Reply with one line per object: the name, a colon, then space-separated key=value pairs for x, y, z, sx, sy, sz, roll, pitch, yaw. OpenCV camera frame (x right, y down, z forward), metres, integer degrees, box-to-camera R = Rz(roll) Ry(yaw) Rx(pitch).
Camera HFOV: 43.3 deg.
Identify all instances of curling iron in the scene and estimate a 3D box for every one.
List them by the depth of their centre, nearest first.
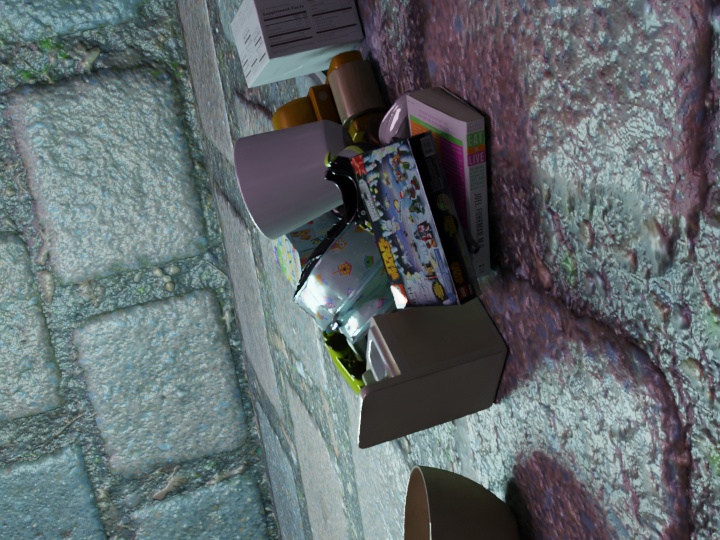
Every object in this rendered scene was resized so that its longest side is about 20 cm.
curling iron: x=0.081 y=-0.091 z=1.105 sx=0.201 sy=0.025 sz=0.050 roll=56 pitch=169 yaw=29

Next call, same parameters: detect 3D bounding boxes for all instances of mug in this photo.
mug: x=-0.079 y=-0.148 z=1.291 sx=0.188 sy=0.151 sz=0.151 roll=-86 pitch=-26 yaw=-58

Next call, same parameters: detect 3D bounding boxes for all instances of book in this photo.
book: x=0.112 y=-0.107 z=1.110 sx=0.134 sy=0.047 sz=0.203 roll=-132 pitch=30 yaw=-55

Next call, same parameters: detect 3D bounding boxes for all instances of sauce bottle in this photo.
sauce bottle: x=0.026 y=-0.143 z=1.335 sx=0.201 sy=0.065 sz=0.067 roll=100 pitch=151 yaw=-54

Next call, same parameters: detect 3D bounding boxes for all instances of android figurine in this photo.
android figurine: x=-0.002 y=0.173 z=1.500 sx=0.182 sy=0.041 sz=0.201 roll=49 pitch=172 yaw=27

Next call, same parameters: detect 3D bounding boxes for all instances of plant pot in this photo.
plant pot: x=0.139 y=0.368 z=1.222 sx=0.200 sy=0.132 sz=0.204 roll=-177 pitch=90 yaw=-83

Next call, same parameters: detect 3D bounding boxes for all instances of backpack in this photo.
backpack: x=0.000 y=0.000 z=1.333 sx=0.153 sy=0.176 sz=0.201 roll=41 pitch=155 yaw=10

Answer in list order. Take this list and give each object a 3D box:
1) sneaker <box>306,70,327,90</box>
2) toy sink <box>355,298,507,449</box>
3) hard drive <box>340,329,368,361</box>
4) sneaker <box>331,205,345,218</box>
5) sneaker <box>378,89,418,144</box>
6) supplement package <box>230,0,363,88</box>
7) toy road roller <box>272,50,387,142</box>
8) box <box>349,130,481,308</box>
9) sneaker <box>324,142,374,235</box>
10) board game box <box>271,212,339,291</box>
sneaker: x=-0.088 y=-0.245 z=1.536 sx=0.084 sy=0.119 sz=0.202 roll=109 pitch=144 yaw=-63
toy sink: x=0.070 y=0.125 z=1.169 sx=0.131 sy=0.197 sz=0.113 roll=93 pitch=156 yaw=-48
hard drive: x=0.003 y=0.135 z=1.565 sx=0.132 sy=0.025 sz=0.201 roll=45 pitch=169 yaw=47
sneaker: x=-0.041 y=-0.143 z=1.583 sx=0.091 sy=0.069 sz=0.201 roll=76 pitch=171 yaw=-45
sneaker: x=0.072 y=-0.146 z=1.203 sx=0.099 sy=0.074 sz=0.202 roll=38 pitch=143 yaw=28
supplement package: x=-0.103 y=-0.375 z=1.412 sx=0.200 sy=0.154 sz=0.113 roll=179 pitch=75 yaw=-74
toy road roller: x=-0.052 y=-0.229 z=1.381 sx=0.200 sy=0.144 sz=0.125 roll=126 pitch=127 yaw=-70
box: x=0.064 y=-0.056 z=1.095 sx=0.136 sy=0.039 sz=0.203 roll=-7 pitch=103 yaw=60
sneaker: x=0.014 y=-0.071 z=1.196 sx=0.202 sy=0.082 sz=0.071 roll=58 pitch=150 yaw=-6
board game box: x=-0.081 y=-0.036 z=1.551 sx=0.200 sy=0.103 sz=0.104 roll=-130 pitch=29 yaw=-59
